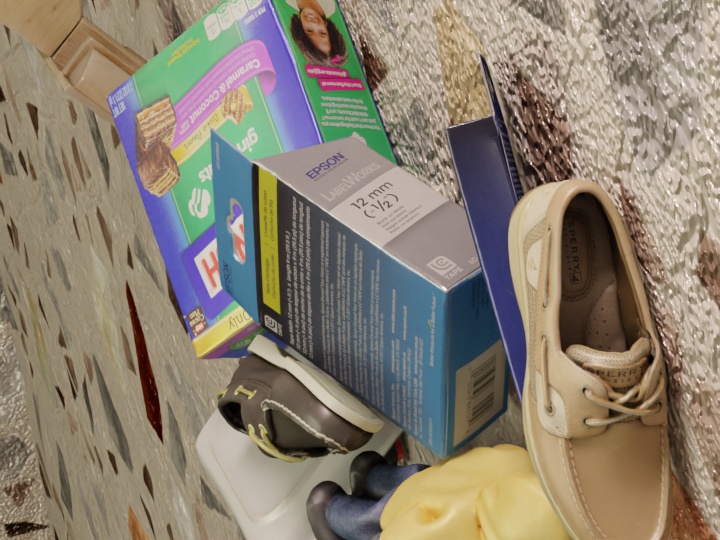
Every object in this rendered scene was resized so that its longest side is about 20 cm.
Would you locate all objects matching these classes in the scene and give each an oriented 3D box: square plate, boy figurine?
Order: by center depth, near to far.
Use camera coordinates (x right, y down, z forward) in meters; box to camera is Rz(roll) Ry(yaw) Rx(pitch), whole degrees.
[{"bbox_3d":[0.062,0.142,1.631,0.200,0.124,0.064,-1,116,47],"label":"boy figurine"},{"bbox_3d":[-0.032,0.084,1.805,0.028,0.200,0.198,32,-170,-28],"label":"square plate"}]

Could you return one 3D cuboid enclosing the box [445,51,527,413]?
[{"bbox_3d":[0.079,-0.015,1.471,0.121,0.032,0.200,-17,-88,-85],"label":"box"}]

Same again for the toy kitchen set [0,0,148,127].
[{"bbox_3d":[-0.186,-0.225,2.271,0.200,0.180,0.163,37,-173,-25],"label":"toy kitchen set"}]

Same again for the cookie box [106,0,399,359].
[{"bbox_3d":[-0.063,-0.066,1.797,0.171,0.075,0.200,-35,68,38],"label":"cookie box"}]

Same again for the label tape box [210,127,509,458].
[{"bbox_3d":[0.000,0.000,1.645,0.200,0.066,0.143,36,145,32],"label":"label tape box"}]

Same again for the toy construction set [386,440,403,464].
[{"bbox_3d":[-0.029,0.097,1.988,0.200,0.092,0.131,86,166,-77],"label":"toy construction set"}]

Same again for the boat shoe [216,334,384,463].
[{"bbox_3d":[-0.040,0.090,1.696,0.072,0.061,0.201,38,176,-15],"label":"boat shoe"}]

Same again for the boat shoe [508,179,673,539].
[{"bbox_3d":[0.118,0.053,1.379,0.065,0.071,0.200,170,86,-77],"label":"boat shoe"}]
